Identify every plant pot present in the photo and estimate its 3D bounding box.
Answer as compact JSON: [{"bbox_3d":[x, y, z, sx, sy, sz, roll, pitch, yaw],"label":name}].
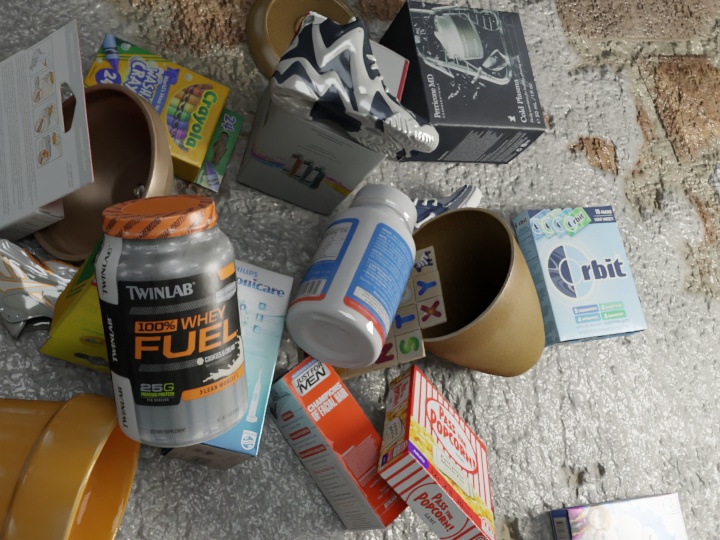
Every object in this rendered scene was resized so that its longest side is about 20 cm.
[{"bbox_3d":[-0.331,0.204,0.725,0.181,0.201,0.203,15,65,0],"label":"plant pot"},{"bbox_3d":[-0.069,-0.341,1.112,0.197,0.027,0.203,7,70,-21],"label":"plant pot"},{"bbox_3d":[0.156,0.052,0.983,0.200,0.184,0.189,43,55,-41],"label":"plant pot"},{"bbox_3d":[-0.282,-0.102,0.874,0.092,0.198,0.204,21,56,-60],"label":"plant pot"}]

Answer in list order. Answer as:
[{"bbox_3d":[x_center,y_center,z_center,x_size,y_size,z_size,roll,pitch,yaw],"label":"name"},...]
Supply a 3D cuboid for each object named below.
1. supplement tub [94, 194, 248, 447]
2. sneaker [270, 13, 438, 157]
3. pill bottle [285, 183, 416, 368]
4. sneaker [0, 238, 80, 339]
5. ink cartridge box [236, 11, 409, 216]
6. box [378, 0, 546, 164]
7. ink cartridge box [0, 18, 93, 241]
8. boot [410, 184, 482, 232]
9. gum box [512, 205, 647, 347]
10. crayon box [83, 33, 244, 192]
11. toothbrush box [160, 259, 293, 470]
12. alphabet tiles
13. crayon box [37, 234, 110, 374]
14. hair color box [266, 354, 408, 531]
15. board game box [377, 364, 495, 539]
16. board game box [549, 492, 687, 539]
[{"bbox_3d":[-0.167,0.041,0.676,0.121,0.122,0.203,-12,109,-26],"label":"supplement tub"},{"bbox_3d":[0.007,-0.216,0.842,0.196,0.079,0.131,18,76,-8],"label":"sneaker"},{"bbox_3d":[0.000,0.000,0.865,0.111,0.112,0.202,31,54,-10],"label":"pill bottle"},{"bbox_3d":[-0.384,0.021,0.825,0.198,0.076,0.093,22,69,-13],"label":"sneaker"},{"bbox_3d":[-0.053,-0.189,0.968,0.143,0.200,0.147,20,66,-18],"label":"ink cartridge box"},{"bbox_3d":[0.146,-0.273,1.128,0.194,0.124,0.203,-3,73,-22],"label":"box"},{"bbox_3d":[-0.356,-0.153,0.846,0.043,0.172,0.203,22,53,-62],"label":"ink cartridge box"},{"bbox_3d":[0.085,-0.079,1.058,0.091,0.073,0.200,49,61,-7],"label":"boot"},{"bbox_3d":[0.332,0.005,1.152,0.168,0.045,0.203,-5,75,-24],"label":"gum box"},{"bbox_3d":[-0.252,-0.200,0.969,0.198,0.052,0.127,22,65,-15],"label":"crayon box"},{"bbox_3d":[-0.150,0.108,0.850,0.084,0.146,0.203,18,66,-16],"label":"toothbrush box"},{"bbox_3d":[0.006,0.044,0.928,0.006,0.198,0.169,41,36,-54],"label":"alphabet tiles"},{"bbox_3d":[-0.238,0.034,0.798,0.126,0.200,0.051,26,36,-32],"label":"crayon box"},{"bbox_3d":[-0.030,0.202,0.889,0.064,0.111,0.201,-35,88,-30],"label":"hair color box"},{"bbox_3d":[0.090,0.220,0.890,0.152,0.046,0.200,49,17,-12],"label":"board game box"},{"bbox_3d":[0.364,0.414,1.021,0.196,0.043,0.203,0,72,-25],"label":"board game box"}]
